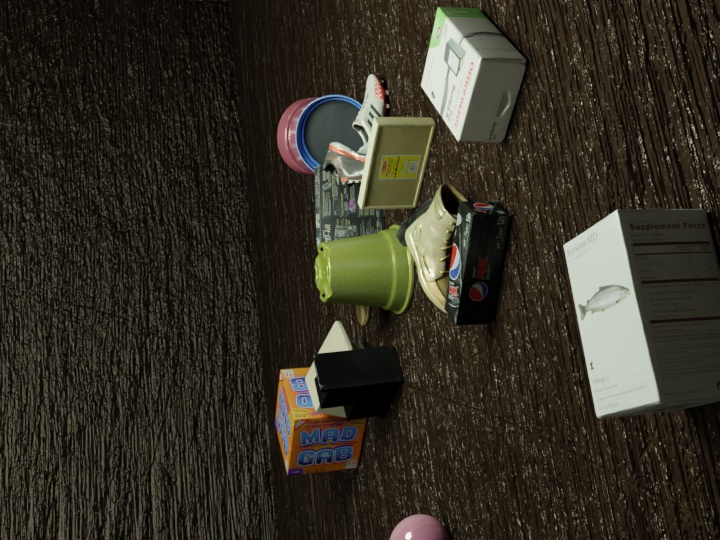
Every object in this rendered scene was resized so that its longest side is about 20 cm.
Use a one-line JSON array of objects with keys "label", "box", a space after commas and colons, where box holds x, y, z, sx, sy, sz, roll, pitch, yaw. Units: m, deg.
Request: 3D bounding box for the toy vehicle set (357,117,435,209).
[{"label": "toy vehicle set", "box": [0.071, -0.214, 1.598, 0.027, 0.123, 0.202, -112, 27, -47]}]

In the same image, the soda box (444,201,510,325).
[{"label": "soda box", "box": [0.192, -0.011, 1.318, 0.063, 0.070, 0.202, -120, 33, -62]}]

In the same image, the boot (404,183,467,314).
[{"label": "boot", "box": [0.162, -0.037, 1.416, 0.156, 0.072, 0.202, -55, 49, 49]}]

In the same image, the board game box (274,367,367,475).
[{"label": "board game box", "box": [-0.112, 0.403, 2.142, 0.201, 0.197, 0.202, -116, 30, -53]}]

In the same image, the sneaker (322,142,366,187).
[{"label": "sneaker", "box": [-0.002, -0.215, 1.781, 0.199, 0.077, 0.083, 30, 89, 28]}]

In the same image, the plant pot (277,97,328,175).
[{"label": "plant pot", "box": [-0.090, -0.345, 2.031, 0.178, 0.198, 0.203, 13, 105, 57]}]

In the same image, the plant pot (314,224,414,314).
[{"label": "plant pot", "box": [0.000, 0.000, 1.756, 0.200, 0.182, 0.203, 178, 90, -73]}]

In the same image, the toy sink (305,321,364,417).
[{"label": "toy sink", "box": [-0.041, 0.250, 2.004, 0.201, 0.111, 0.131, -62, 30, 22]}]

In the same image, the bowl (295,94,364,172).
[{"label": "bowl", "box": [-0.057, -0.322, 1.898, 0.039, 0.198, 0.203, -71, -13, -68]}]

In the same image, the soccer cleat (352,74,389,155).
[{"label": "soccer cleat", "box": [0.021, -0.356, 1.809, 0.069, 0.084, 0.203, 144, 122, -70]}]

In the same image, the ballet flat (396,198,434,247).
[{"label": "ballet flat", "box": [0.132, -0.094, 1.568, 0.200, 0.056, 0.067, -34, 33, 65]}]

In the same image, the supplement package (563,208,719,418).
[{"label": "supplement package", "box": [0.313, 0.047, 0.853, 0.117, 0.116, 0.203, 131, 135, -66]}]

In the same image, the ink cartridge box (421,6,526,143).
[{"label": "ink cartridge box", "box": [0.180, -0.322, 1.298, 0.201, 0.083, 0.147, -112, 26, -48]}]

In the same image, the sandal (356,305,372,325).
[{"label": "sandal", "box": [0.025, 0.042, 1.914, 0.081, 0.053, 0.202, 116, 163, -46]}]

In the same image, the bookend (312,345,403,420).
[{"label": "bookend", "box": [-0.025, 0.274, 1.844, 0.201, 0.196, 0.093, 110, 150, -52]}]

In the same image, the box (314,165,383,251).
[{"label": "box", "box": [-0.026, -0.146, 1.863, 0.043, 0.158, 0.203, -175, 82, -73]}]

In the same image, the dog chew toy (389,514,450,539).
[{"label": "dog chew toy", "box": [0.135, 0.568, 1.509, 0.200, 0.123, 0.126, -125, 36, -47]}]
